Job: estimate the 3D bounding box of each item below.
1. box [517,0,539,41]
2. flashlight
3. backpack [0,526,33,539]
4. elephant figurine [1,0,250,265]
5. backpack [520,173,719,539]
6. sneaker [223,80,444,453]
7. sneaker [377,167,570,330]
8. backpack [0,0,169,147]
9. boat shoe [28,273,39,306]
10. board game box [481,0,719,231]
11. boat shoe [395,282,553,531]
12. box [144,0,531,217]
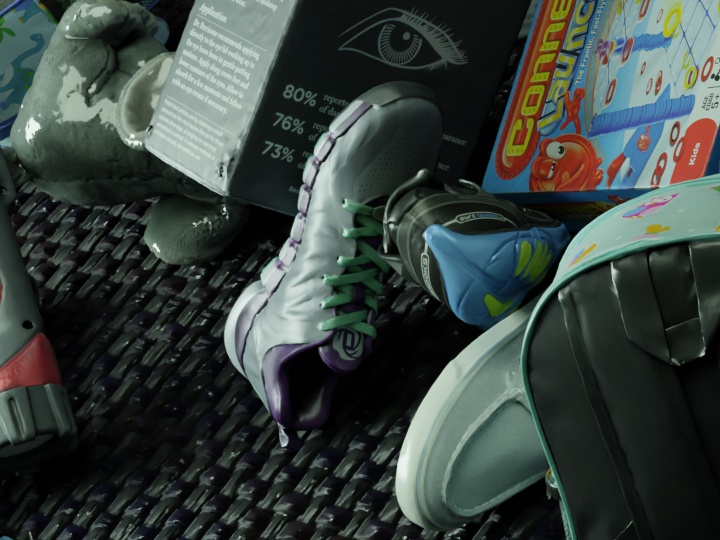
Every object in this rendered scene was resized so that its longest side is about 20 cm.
[{"bbox_3d":[0.075,-0.234,1.584,0.183,0.105,0.201,-14,40,21],"label":"box"},{"bbox_3d":[-0.216,0.015,1.460,0.068,0.068,0.201,-29,70,21],"label":"flashlight"},{"bbox_3d":[-0.206,0.203,1.259,0.199,0.135,0.183,16,58,43],"label":"backpack"},{"bbox_3d":[-0.097,-0.079,1.522,0.199,0.141,0.156,25,95,34],"label":"elephant figurine"},{"bbox_3d":[0.164,0.056,1.101,0.175,0.201,0.153,-13,24,27],"label":"backpack"},{"bbox_3d":[0.000,0.000,1.348,0.201,0.074,0.088,-62,36,31],"label":"sneaker"},{"bbox_3d":[0.054,-0.017,1.304,0.071,0.083,0.200,-50,-8,5],"label":"sneaker"},{"bbox_3d":[-0.235,-0.161,1.691,0.200,0.147,0.183,-44,38,-22],"label":"backpack"},{"bbox_3d":[-0.241,0.069,1.492,0.062,0.073,0.200,-14,34,29],"label":"boat shoe"},{"bbox_3d":[0.162,-0.122,1.323,0.196,0.056,0.201,0,70,60],"label":"board game box"},{"bbox_3d":[0.102,0.054,1.258,0.201,0.070,0.071,-43,34,-19],"label":"boat shoe"},{"bbox_3d":[-0.005,-0.128,1.411,0.104,0.147,0.201,31,101,54],"label":"box"}]
